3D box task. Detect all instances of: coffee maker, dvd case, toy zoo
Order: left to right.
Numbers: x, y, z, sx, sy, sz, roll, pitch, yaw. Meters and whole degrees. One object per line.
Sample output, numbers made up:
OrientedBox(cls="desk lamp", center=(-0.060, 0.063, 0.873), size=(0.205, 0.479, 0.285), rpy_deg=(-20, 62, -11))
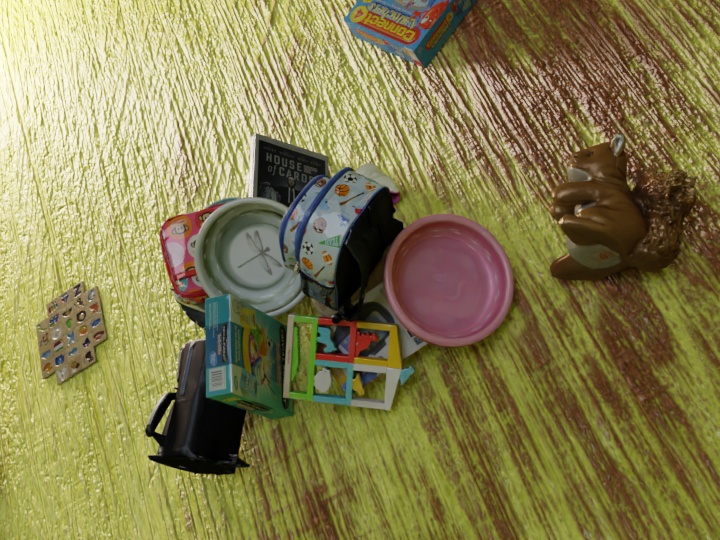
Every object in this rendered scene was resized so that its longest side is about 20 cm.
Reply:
OrientedBox(cls="coffee maker", center=(-0.233, 0.222, 1.428), size=(0.191, 0.135, 0.201), rpy_deg=(0, 66, 23))
OrientedBox(cls="dvd case", center=(-0.124, -0.133, 1.532), size=(0.025, 0.150, 0.201), rpy_deg=(-37, 46, 50))
OrientedBox(cls="toy zoo", center=(-0.016, 0.140, 1.338), size=(0.199, 0.020, 0.132), rpy_deg=(5, 96, 9))

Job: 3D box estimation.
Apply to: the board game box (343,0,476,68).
OrientedBox(cls="board game box", center=(0.100, -0.497, 1.633), size=(0.200, 0.056, 0.196), rpy_deg=(34, 86, 37))

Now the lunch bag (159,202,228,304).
OrientedBox(cls="lunch bag", center=(-0.234, -0.020, 1.508), size=(0.199, 0.082, 0.177), rpy_deg=(-15, 74, -10))

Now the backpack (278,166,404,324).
OrientedBox(cls="backpack", center=(-0.028, -0.057, 1.285), size=(0.153, 0.191, 0.201), rpy_deg=(26, 65, 8))

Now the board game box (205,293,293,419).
OrientedBox(cls="board game box", center=(-0.170, 0.139, 1.371), size=(0.047, 0.200, 0.152), rpy_deg=(-12, 68, 20))

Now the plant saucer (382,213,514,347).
OrientedBox(cls="plant saucer", center=(0.127, 0.018, 1.310), size=(0.199, 0.051, 0.202), rpy_deg=(3, 74, -12))

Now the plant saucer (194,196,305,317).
OrientedBox(cls="plant saucer", center=(-0.167, -0.023, 1.429), size=(0.200, 0.200, 0.050), rpy_deg=(-37, 9, 9))

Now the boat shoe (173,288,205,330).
OrientedBox(cls="boat shoe", center=(-0.239, 0.085, 1.532), size=(0.199, 0.066, 0.075), rpy_deg=(24, 54, 11))

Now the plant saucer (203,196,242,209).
OrientedBox(cls="plant saucer", center=(-0.251, -0.039, 1.623), size=(0.199, 0.036, 0.201), rpy_deg=(-13, 60, 24))

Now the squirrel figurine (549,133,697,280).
OrientedBox(cls="squirrel figurine", center=(0.369, -0.095, 1.247), size=(0.199, 0.142, 0.187), rpy_deg=(5, 58, 17))

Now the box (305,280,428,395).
OrientedBox(cls="box", center=(0.029, 0.091, 1.355), size=(0.200, 0.041, 0.119), rpy_deg=(-35, 89, 13))

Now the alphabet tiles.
OrientedBox(cls="alphabet tiles", center=(-0.577, 0.123, 1.752), size=(0.166, 0.006, 0.201), rpy_deg=(-31, 54, 13))

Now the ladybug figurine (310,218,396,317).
OrientedBox(cls="ladybug figurine", center=(0.000, 0.000, 1.429), size=(0.136, 0.072, 0.200), rpy_deg=(40, 89, 30))

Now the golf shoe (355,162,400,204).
OrientedBox(cls="golf shoe", center=(-0.015, -0.092, 1.477), size=(0.091, 0.075, 0.200), rpy_deg=(36, 76, 27))
